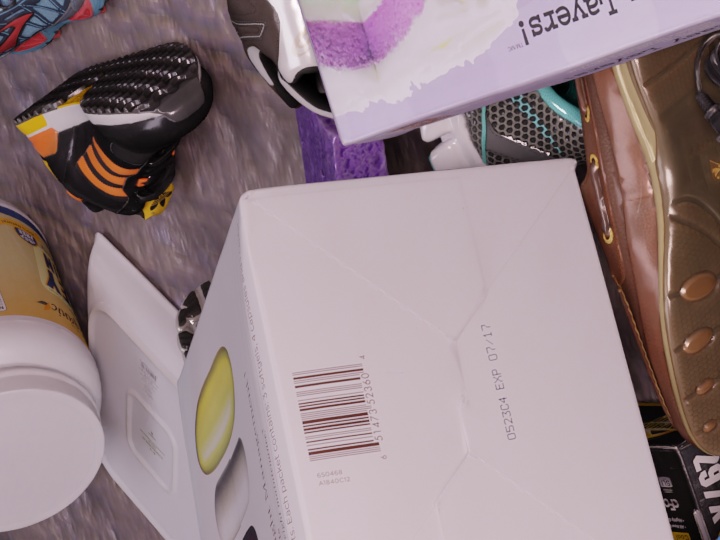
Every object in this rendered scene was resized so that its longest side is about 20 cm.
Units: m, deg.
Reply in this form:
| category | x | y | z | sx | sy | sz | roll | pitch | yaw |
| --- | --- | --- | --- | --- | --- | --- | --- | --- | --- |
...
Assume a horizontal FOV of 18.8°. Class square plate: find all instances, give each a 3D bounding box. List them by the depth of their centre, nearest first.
| category | x | y | z | sx | sy | sz | roll | pitch | yaw |
| --- | --- | --- | --- | --- | --- | --- | --- | --- | --- |
| square plate | -0.127 | 0.106 | 1.421 | 0.200 | 0.028 | 0.199 | 43 | 144 | 35 |

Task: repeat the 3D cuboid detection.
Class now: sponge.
| category | x | y | z | sx | sy | sz | roll | pitch | yaw |
| --- | --- | --- | --- | --- | --- | --- | --- | --- | --- |
| sponge | 0.000 | 0.000 | 1.093 | 0.112 | 0.030 | 0.201 | -118 | 18 | -63 |

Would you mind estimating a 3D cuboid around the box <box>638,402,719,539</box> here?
| category | x | y | z | sx | sy | sz | roll | pitch | yaw |
| --- | --- | --- | --- | --- | --- | --- | --- | --- | --- |
| box | 0.125 | 0.142 | 1.015 | 0.200 | 0.049 | 0.160 | -6 | 108 | 59 |

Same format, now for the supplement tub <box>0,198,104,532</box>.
| category | x | y | z | sx | sy | sz | roll | pitch | yaw |
| --- | --- | --- | --- | --- | --- | --- | --- | --- | --- |
| supplement tub | -0.252 | 0.059 | 1.429 | 0.200 | 0.144 | 0.145 | -119 | 25 | -44 |

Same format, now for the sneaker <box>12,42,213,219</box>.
| category | x | y | z | sx | sy | sz | roll | pitch | yaw |
| --- | --- | --- | --- | --- | --- | --- | --- | --- | --- |
| sneaker | -0.126 | -0.073 | 1.263 | 0.200 | 0.070 | 0.090 | 1 | 127 | 59 |

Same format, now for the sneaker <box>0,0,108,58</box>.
| category | x | y | z | sx | sy | sz | roll | pitch | yaw |
| --- | --- | --- | --- | --- | --- | --- | --- | --- | --- |
| sneaker | -0.216 | -0.163 | 1.299 | 0.080 | 0.095 | 0.200 | 63 | 151 | 3 |

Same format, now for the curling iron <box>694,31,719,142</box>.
| category | x | y | z | sx | sy | sz | roll | pitch | yaw |
| --- | --- | --- | --- | --- | --- | --- | --- | --- | --- |
| curling iron | 0.199 | -0.051 | 0.767 | 0.199 | 0.025 | 0.050 | 20 | 93 | 43 |

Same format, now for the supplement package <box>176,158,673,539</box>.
| category | x | y | z | sx | sy | sz | roll | pitch | yaw |
| --- | --- | --- | --- | --- | --- | --- | --- | --- | --- |
| supplement package | 0.018 | 0.088 | 0.906 | 0.200 | 0.146 | 0.192 | 115 | 146 | -62 |

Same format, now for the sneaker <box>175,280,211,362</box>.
| category | x | y | z | sx | sy | sz | roll | pitch | yaw |
| --- | --- | --- | --- | --- | --- | --- | --- | --- | --- |
| sneaker | -0.044 | 0.095 | 1.233 | 0.200 | 0.077 | 0.085 | 54 | 154 | 20 |

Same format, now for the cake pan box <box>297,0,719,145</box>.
| category | x | y | z | sx | sy | sz | roll | pitch | yaw |
| --- | --- | --- | --- | --- | --- | --- | --- | --- | --- |
| cake pan box | 0.057 | -0.160 | 0.802 | 0.199 | 0.052 | 0.185 | -15 | 93 | 28 |

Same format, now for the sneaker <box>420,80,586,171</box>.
| category | x | y | z | sx | sy | sz | roll | pitch | yaw |
| --- | --- | --- | --- | --- | --- | --- | --- | --- | --- |
| sneaker | 0.061 | -0.130 | 0.916 | 0.091 | 0.077 | 0.201 | -3 | 112 | 42 |

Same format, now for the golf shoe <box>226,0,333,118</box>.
| category | x | y | z | sx | sy | sz | roll | pitch | yaw |
| --- | --- | --- | --- | --- | --- | --- | --- | --- | --- |
| golf shoe | -0.022 | -0.107 | 0.960 | 0.200 | 0.077 | 0.095 | 17 | -121 | -78 |

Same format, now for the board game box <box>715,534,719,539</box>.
| category | x | y | z | sx | sy | sz | roll | pitch | yaw |
| --- | --- | --- | --- | --- | --- | --- | --- | --- | --- |
| board game box | 0.197 | 0.201 | 0.870 | 0.200 | 0.057 | 0.166 | 44 | 132 | 18 |

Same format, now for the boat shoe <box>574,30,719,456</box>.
| category | x | y | z | sx | sy | sz | roll | pitch | yaw |
| --- | --- | --- | --- | --- | --- | --- | --- | --- | --- |
| boat shoe | 0.127 | -0.026 | 0.872 | 0.067 | 0.072 | 0.201 | 5 | 109 | 63 |
